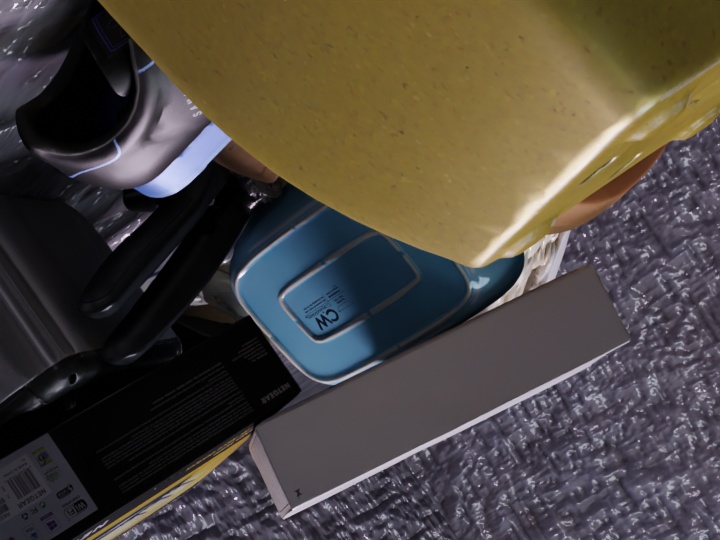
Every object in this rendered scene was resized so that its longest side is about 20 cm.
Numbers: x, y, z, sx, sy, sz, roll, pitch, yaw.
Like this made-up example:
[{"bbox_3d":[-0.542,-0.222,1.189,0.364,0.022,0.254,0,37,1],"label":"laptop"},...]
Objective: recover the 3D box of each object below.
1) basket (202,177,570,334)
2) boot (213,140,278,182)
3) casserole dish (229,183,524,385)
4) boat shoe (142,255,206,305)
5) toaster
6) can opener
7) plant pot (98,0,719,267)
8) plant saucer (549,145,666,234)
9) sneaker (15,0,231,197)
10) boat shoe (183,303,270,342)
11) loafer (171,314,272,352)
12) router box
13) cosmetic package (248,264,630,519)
[{"bbox_3d":[0.013,-0.009,0.939,0.123,0.199,0.137,-31,143,-62],"label":"basket"},{"bbox_3d":[-0.023,-0.119,0.717,0.147,0.070,0.200,-55,-155,-7],"label":"boot"},{"bbox_3d":[0.000,0.000,0.823,0.199,0.121,0.039,-32,-167,44],"label":"casserole dish"},{"bbox_3d":[-0.177,0.054,1.052,0.075,0.086,0.201,-41,172,36],"label":"boat shoe"},{"bbox_3d":[-0.213,0.060,0.777,0.180,0.119,0.200,-38,174,10],"label":"toaster"},{"bbox_3d":[-0.095,-0.016,0.787,0.078,0.064,0.201,-21,-153,26],"label":"can opener"},{"bbox_3d":[0.037,-0.122,0.443,0.193,0.201,0.196,-32,173,-27],"label":"plant pot"},{"bbox_3d":[0.113,-0.113,0.737,0.037,0.202,0.199,19,-142,42],"label":"plant saucer"},{"bbox_3d":[-0.061,-0.108,0.607,0.200,0.070,0.078,-48,149,21],"label":"sneaker"},{"bbox_3d":[-0.160,0.055,0.970,0.199,0.073,0.066,-4,174,-12],"label":"boat shoe"},{"bbox_3d":[-0.148,0.045,0.897,0.198,0.074,0.071,3,169,-3],"label":"loafer"},{"bbox_3d":[-0.144,0.115,0.767,0.199,0.052,0.157,-30,172,-41],"label":"router box"},{"bbox_3d":[0.039,0.065,0.796,0.199,0.051,0.083,-25,173,-12],"label":"cosmetic package"}]
